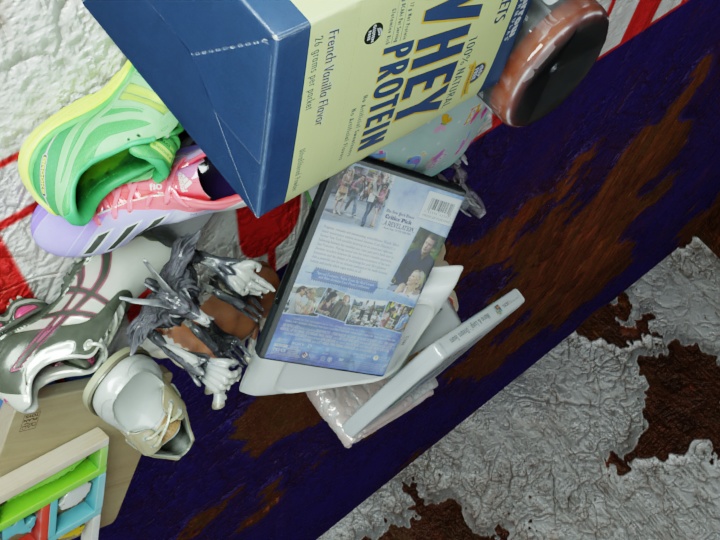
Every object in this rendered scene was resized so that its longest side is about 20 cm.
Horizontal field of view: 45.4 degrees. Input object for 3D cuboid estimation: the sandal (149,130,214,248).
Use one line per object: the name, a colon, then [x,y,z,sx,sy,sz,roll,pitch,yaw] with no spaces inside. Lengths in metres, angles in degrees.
sandal: [-0.114,-0.097,0.714,0.075,0.045,0.201,22,113,-47]

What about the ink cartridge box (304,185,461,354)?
ink cartridge box: [0.028,-0.013,0.949,0.083,0.146,0.200,-28,148,6]

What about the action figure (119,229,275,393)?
action figure: [-0.133,0.036,0.762,0.121,0.101,0.200,-66,168,-3]

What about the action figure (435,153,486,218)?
action figure: [0.082,-0.101,1.055,0.129,0.070,0.199,-30,160,22]

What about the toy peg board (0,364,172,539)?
toy peg board: [-0.322,0.176,0.876,0.199,0.097,0.202,-5,123,-60]

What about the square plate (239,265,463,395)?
square plate: [-0.010,0.069,0.879,0.194,0.029,0.201,-3,144,-26]

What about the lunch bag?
lunch bag: [0.056,-0.168,0.801,0.197,0.123,0.172,-23,153,-29]

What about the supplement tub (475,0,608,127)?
supplement tub: [0.083,-0.209,0.645,0.106,0.201,0.107,-35,158,-16]

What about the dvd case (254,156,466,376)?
dvd case: [0.000,0.000,0.778,0.140,0.018,0.203,12,111,-32]

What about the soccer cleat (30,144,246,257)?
soccer cleat: [-0.152,-0.060,0.647,0.196,0.068,0.076,-16,-177,-12]

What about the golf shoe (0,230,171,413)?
golf shoe: [-0.232,0.041,0.742,0.199,0.088,0.078,-37,158,-21]

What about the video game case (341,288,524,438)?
video game case: [0.086,0.110,1.015,0.181,0.024,0.200,-27,164,-46]

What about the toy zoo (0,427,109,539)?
toy zoo: [-0.314,0.261,0.850,0.130,0.020,0.203,-25,139,-49]

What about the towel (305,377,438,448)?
towel: [-0.013,0.113,1.123,0.189,0.201,0.032,-20,153,-46]

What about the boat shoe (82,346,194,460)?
boat shoe: [-0.197,0.130,0.809,0.075,0.068,0.201,-50,167,-14]

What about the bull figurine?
bull figurine: [-0.152,0.067,0.922,0.199,0.064,0.124,-33,118,-41]

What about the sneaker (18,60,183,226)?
sneaker: [-0.145,-0.107,0.605,0.200,0.084,0.074,-42,160,0]

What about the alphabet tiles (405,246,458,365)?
alphabet tiles: [0.059,0.028,1.137,0.014,0.204,0.194,-8,-170,44]

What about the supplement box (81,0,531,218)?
supplement box: [-0.031,-0.180,0.494,0.198,0.201,0.135,-32,159,-27]
